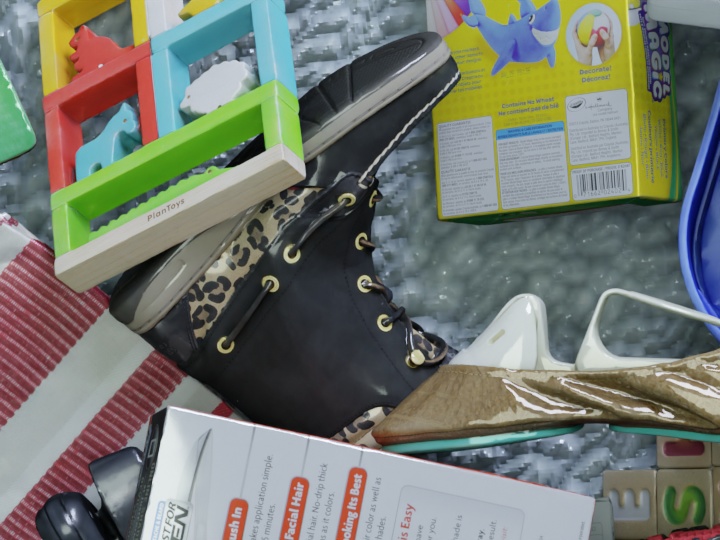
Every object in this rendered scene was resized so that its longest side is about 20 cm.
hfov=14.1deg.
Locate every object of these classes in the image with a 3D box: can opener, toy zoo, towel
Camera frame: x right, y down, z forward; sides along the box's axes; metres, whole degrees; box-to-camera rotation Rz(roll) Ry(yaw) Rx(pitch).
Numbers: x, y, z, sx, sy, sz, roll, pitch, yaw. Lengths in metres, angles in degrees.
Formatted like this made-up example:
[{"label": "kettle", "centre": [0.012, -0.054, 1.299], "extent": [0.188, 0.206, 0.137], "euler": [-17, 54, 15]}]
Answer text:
[{"label": "can opener", "centre": [-0.091, 0.184, 1.363], "extent": [0.078, 0.063, 0.201], "euler": [-25, 100, 9]}, {"label": "toy zoo", "centre": [-0.093, -0.099, 1.375], "extent": [0.131, 0.020, 0.201], "euler": [-26, 50, 22]}, {"label": "towel", "centre": [-0.145, 0.086, 1.385], "extent": [0.200, 0.023, 0.144], "euler": [42, 90, -15]}]

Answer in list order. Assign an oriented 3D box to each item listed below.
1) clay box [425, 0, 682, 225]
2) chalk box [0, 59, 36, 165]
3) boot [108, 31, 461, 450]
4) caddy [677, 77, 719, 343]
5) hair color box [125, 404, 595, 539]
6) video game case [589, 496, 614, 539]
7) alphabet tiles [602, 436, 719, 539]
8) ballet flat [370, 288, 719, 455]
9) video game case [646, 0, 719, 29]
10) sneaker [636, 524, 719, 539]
[{"label": "clay box", "centre": [0.088, -0.127, 1.378], "extent": [0.115, 0.048, 0.201], "euler": [-6, 84, 35]}, {"label": "chalk box", "centre": [-0.257, -0.045, 1.388], "extent": [0.199, 0.124, 0.125], "euler": [-26, 85, 3]}, {"label": "boot", "centre": [0.000, 0.000, 1.365], "extent": [0.200, 0.073, 0.151], "euler": [-42, 104, 2]}, {"label": "caddy", "centre": [0.226, -0.041, 1.352], "extent": [0.141, 0.105, 0.201], "euler": [16, 87, 7]}, {"label": "hair color box", "centre": [-0.005, 0.135, 1.305], "extent": [0.199, 0.064, 0.111], "euler": [13, 81, -10]}, {"label": "video game case", "centre": [0.032, 0.210, 1.356], "extent": [0.180, 0.045, 0.201], "euler": [-2, 82, -12]}, {"label": "alphabet tiles", "centre": [0.177, 0.157, 1.340], "extent": [0.167, 0.008, 0.201], "euler": [-5, 84, 45]}, {"label": "ballet flat", "centre": [0.103, 0.045, 1.316], "extent": [0.199, 0.068, 0.073], "euler": [-3, 90, 13]}, {"label": "video game case", "centre": [0.239, -0.162, 1.342], "extent": [0.199, 0.182, 0.023], "euler": [8, 131, 5]}, {"label": "sneaker", "centre": [0.189, 0.157, 1.287], "extent": [0.079, 0.200, 0.096], "euler": [-16, 92, -41]}]
